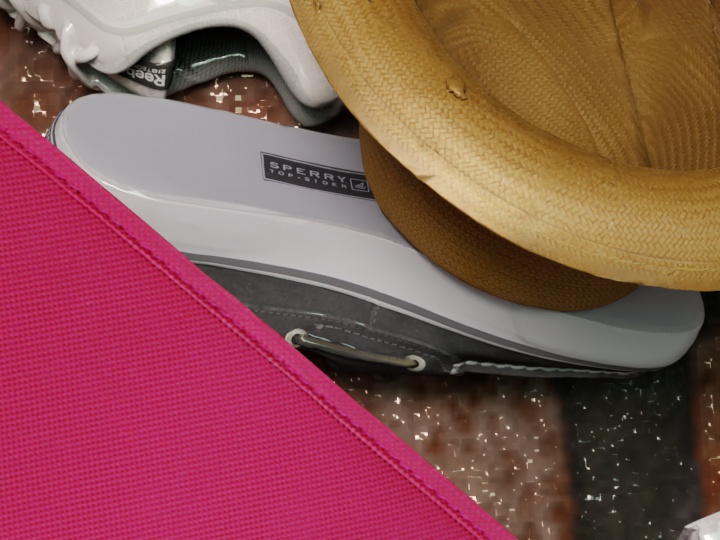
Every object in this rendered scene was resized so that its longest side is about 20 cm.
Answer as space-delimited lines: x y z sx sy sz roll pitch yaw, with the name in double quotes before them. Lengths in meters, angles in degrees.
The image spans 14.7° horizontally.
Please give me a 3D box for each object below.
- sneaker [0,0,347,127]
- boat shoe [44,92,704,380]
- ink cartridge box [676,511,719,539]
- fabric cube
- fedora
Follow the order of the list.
"sneaker" -0.085 -0.096 0.840 0.199 0.075 0.082 11 82 4
"boat shoe" 0.000 0.000 0.815 0.199 0.057 0.069 15 35 -10
"ink cartridge box" 0.199 0.108 0.767 0.199 0.085 0.146 -20 74 -9
"fabric cube" -0.114 0.090 0.682 0.196 0.200 0.200 40 75 -21
"fedora" 0.055 -0.053 0.792 0.199 0.082 0.201 14 44 -14
